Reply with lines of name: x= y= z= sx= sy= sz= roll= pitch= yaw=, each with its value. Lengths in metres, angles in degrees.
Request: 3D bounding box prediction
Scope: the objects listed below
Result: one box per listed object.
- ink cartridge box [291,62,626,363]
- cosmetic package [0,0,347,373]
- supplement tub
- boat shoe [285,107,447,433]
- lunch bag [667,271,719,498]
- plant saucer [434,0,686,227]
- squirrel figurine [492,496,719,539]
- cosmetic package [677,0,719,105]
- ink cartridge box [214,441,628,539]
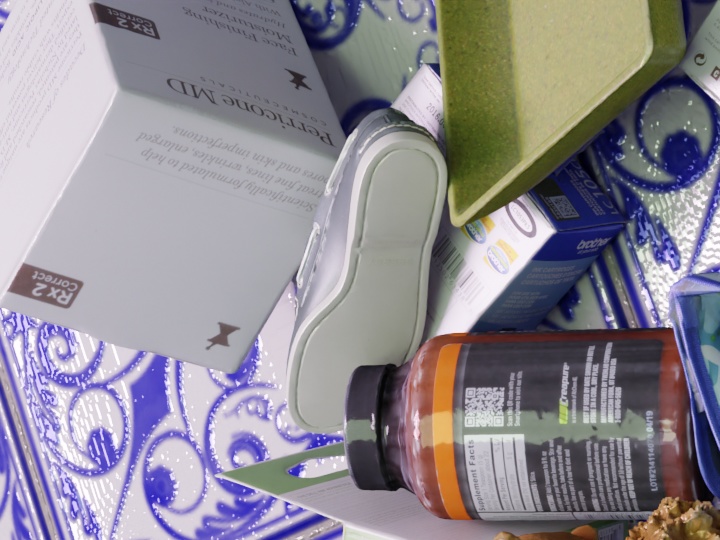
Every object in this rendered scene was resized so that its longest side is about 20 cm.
ink cartridge box: x=0.059 y=-0.028 z=1.613 sx=0.137 sy=0.076 sz=0.200 roll=53 pitch=124 yaw=23
cosmetic package: x=-0.127 y=-0.075 z=1.658 sx=0.165 sy=0.164 sz=0.200 roll=-58 pitch=32 yaw=26
supplement tub: x=0.094 y=0.085 z=1.536 sx=0.199 sy=0.107 sz=0.107 roll=-1 pitch=93 yaw=16
boat shoe: x=0.000 y=0.000 z=1.583 sx=0.062 sy=0.073 sz=0.201 roll=-115 pitch=36 yaw=-55
lunch bag: x=0.257 y=0.076 z=1.403 sx=0.127 sy=0.170 sz=0.200 roll=-48 pitch=65 yaw=27
plant saucer: x=0.113 y=-0.147 z=1.504 sx=0.200 sy=0.048 sz=0.200 roll=-42 pitch=43 yaw=50
squirrel figurine: x=0.150 y=0.195 z=1.430 sx=0.200 sy=0.141 sz=0.187 roll=-50 pitch=58 yaw=29
cosmetic package: x=0.264 y=-0.162 z=1.420 sx=0.085 sy=0.107 sz=0.200 roll=47 pitch=121 yaw=26
ink cartridge box: x=0.034 y=0.150 z=1.603 sx=0.200 sy=0.145 sz=0.048 roll=13 pitch=104 yaw=38
